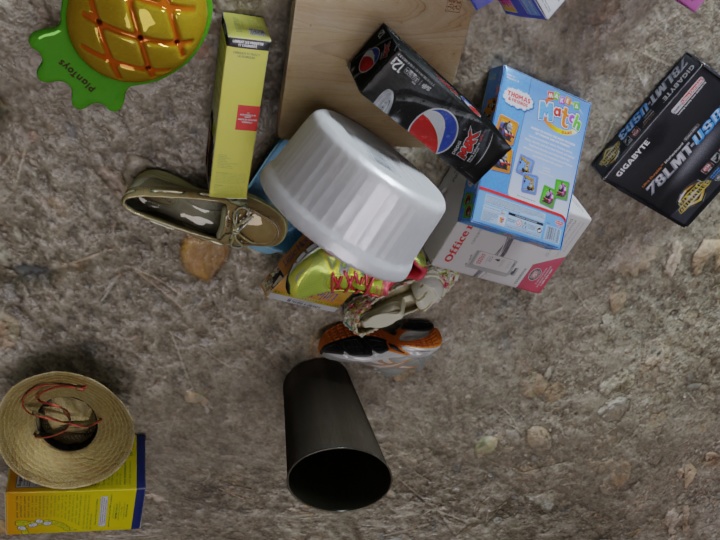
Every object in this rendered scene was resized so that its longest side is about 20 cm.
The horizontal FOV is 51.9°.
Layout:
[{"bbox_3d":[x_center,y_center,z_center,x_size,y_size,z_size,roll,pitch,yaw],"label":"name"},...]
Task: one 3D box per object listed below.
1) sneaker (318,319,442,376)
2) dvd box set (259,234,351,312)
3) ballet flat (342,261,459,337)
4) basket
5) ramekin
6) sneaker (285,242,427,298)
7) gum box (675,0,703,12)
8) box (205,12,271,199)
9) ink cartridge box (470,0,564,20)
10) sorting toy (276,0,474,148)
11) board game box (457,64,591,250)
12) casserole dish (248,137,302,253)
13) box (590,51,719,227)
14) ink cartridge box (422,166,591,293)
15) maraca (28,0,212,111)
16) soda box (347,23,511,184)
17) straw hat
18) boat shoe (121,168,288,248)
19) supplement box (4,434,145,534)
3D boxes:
[{"bbox_3d":[0.028,0.136,1.173,0.199,0.076,0.092,1,132,-16],"label":"sneaker"},{"bbox_3d":[-0.026,-0.027,1.023,0.200,0.029,0.146,-46,144,20],"label":"dvd box set"},{"bbox_3d":[0.067,0.047,1.113,0.199,0.064,0.076,-28,120,5],"label":"ballet flat"},{"bbox_3d":[-0.052,0.246,1.151,0.136,0.200,0.180,-42,128,17],"label":"basket"},{"bbox_3d":[-0.001,-0.088,0.814,0.200,0.201,0.098,27,111,-32],"label":"ramekin"},{"bbox_3d":[0.000,0.000,0.969,0.199,0.091,0.078,-19,145,-17],"label":"sneaker"},{"bbox_3d":[0.393,-0.409,0.844,0.113,0.066,0.200,19,121,-29],"label":"gum box"},{"bbox_3d":[-0.145,-0.186,0.858,0.050,0.075,0.201,3,126,-19],"label":"box"},{"bbox_3d":[0.187,-0.363,0.774,0.200,0.076,0.136,-50,127,-4],"label":"ink cartridge box"},{"bbox_3d":[0.009,-0.251,0.855,0.199,0.070,0.200,0,128,-17],"label":"sorting toy"},{"bbox_3d":[0.214,-0.142,0.956,0.150,0.037,0.201,14,87,-26],"label":"board game box"},{"bbox_3d":[-0.087,-0.108,0.962,0.121,0.039,0.200,23,118,-30],"label":"casserole dish"},{"bbox_3d":[0.468,-0.180,1.065,0.198,0.050,0.200,21,119,-31],"label":"box"},{"bbox_3d":[0.200,-0.062,1.055,0.199,0.083,0.147,13,123,-26],"label":"ink cartridge box"},{"bbox_3d":[-0.243,-0.246,0.758,0.200,0.107,0.137,-37,129,14],"label":"maraca"},{"bbox_3d":[0.081,-0.183,0.838,0.200,0.071,0.063,31,116,-34],"label":"soda box"},{"bbox_3d":[-0.428,0.213,1.089,0.200,0.085,0.202,-6,115,-12],"label":"straw hat"},{"bbox_3d":[-0.189,-0.067,0.912,0.200,0.063,0.073,20,120,-7],"label":"boat shoe"},{"bbox_3d":[-0.444,0.335,1.166,0.199,0.109,0.110,5,126,-19],"label":"supplement box"}]
